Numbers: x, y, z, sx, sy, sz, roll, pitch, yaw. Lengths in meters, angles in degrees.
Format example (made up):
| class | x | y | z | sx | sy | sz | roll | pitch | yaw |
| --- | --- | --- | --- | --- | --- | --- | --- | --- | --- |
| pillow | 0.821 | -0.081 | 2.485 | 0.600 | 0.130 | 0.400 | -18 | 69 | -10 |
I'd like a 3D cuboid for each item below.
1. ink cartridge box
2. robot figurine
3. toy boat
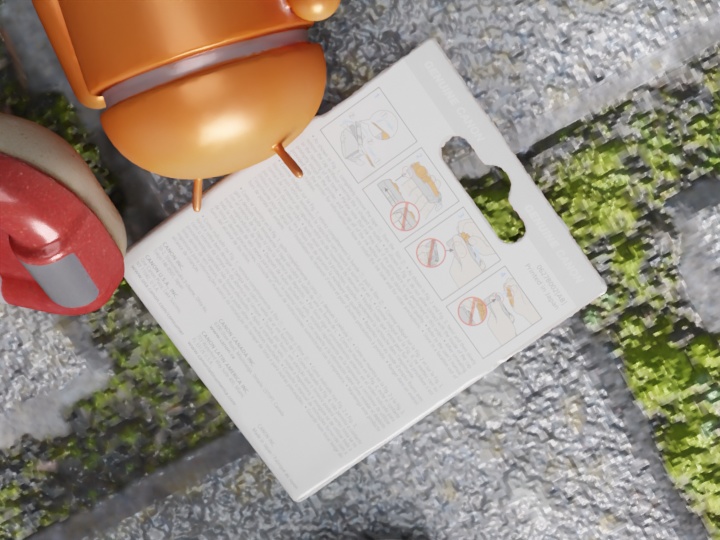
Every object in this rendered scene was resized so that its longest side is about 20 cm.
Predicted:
| class | x | y | z | sx | sy | sz | roll | pitch | yaw |
| --- | --- | --- | --- | --- | --- | --- | --- | --- | --- |
| ink cartridge box | 0.000 | 0.000 | 0.844 | 0.200 | 0.050 | 0.161 | -35 | 97 | 6 |
| robot figurine | -0.086 | -0.131 | 0.779 | 0.143 | 0.117 | 0.201 | -18 | 93 | -1 |
| toy boat | -0.221 | -0.004 | 0.787 | 0.199 | 0.131 | 0.131 | 10 | 65 | 19 |
